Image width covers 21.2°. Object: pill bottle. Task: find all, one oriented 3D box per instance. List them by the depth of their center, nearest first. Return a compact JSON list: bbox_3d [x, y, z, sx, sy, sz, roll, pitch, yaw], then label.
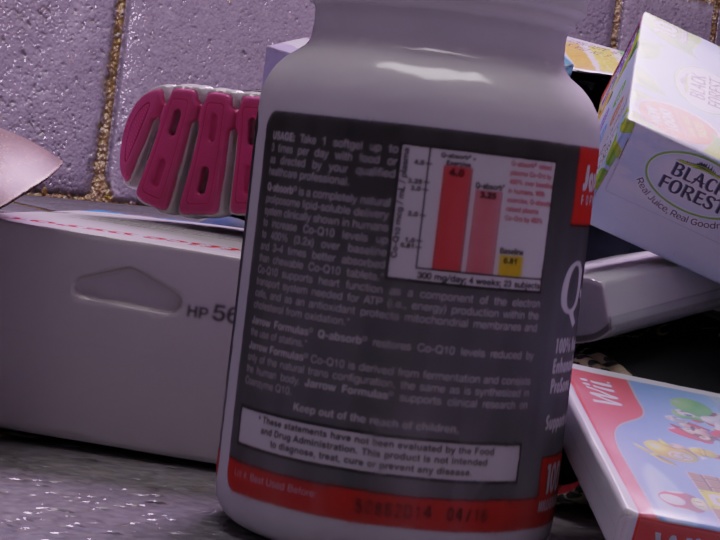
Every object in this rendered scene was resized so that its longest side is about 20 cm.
[{"bbox_3d":[0.018,-0.012,0.639,0.115,0.201,0.116,7,4,0],"label":"pill bottle"}]

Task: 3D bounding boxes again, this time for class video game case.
[{"bbox_3d":[0.167,0.078,0.641,0.199,0.018,0.143,11,15,-7],"label":"video game case"}]

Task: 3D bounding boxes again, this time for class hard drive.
[{"bbox_3d":[0.107,0.009,0.838,0.132,0.026,0.200,-9,1,41],"label":"hard drive"}]

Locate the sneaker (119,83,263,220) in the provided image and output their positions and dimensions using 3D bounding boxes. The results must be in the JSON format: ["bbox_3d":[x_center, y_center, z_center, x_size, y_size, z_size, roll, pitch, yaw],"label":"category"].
[{"bbox_3d":[-0.003,-0.046,0.824,0.199,0.074,0.087,9,8,32],"label":"sneaker"}]

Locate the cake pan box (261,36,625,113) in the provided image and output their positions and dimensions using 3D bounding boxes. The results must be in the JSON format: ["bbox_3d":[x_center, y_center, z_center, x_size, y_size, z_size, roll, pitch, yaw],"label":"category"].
[{"bbox_3d":[0.077,-0.086,1.018,0.199,0.053,0.184,22,27,34],"label":"cake pan box"}]

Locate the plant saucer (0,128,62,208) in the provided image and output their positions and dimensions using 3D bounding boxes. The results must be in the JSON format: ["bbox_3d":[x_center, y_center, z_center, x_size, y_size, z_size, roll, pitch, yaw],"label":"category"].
[{"bbox_3d":[-0.210,-0.012,0.727,0.200,0.037,0.200,-25,11,5],"label":"plant saucer"}]

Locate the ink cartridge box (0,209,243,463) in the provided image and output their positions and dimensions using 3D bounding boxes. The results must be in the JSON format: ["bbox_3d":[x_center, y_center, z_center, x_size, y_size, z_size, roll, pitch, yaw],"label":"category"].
[{"bbox_3d":[-0.079,0.023,0.830,0.145,0.085,0.200,8,4,9],"label":"ink cartridge box"}]

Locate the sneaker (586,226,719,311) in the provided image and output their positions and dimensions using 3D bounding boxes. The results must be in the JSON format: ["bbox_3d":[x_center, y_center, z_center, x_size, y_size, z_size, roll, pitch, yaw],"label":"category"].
[{"bbox_3d":[0.201,-0.004,0.952,0.199,0.080,0.079,15,43,13],"label":"sneaker"}]

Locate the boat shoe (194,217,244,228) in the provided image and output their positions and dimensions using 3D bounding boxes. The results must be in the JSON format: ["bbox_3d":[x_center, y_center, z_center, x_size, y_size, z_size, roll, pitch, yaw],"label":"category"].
[{"bbox_3d":[-0.098,0.019,0.990,0.199,0.070,0.071,-20,0,31],"label":"boat shoe"}]

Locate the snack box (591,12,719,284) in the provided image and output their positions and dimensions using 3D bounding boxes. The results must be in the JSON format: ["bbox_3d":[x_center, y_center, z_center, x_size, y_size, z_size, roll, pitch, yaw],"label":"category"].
[{"bbox_3d":[0.195,-0.026,0.805,0.199,0.053,0.142,24,25,-1],"label":"snack box"}]

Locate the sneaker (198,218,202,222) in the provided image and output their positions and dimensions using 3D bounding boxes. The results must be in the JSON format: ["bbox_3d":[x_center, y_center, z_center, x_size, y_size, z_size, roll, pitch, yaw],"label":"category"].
[{"bbox_3d":[0.000,0.000,0.991,0.199,0.094,0.070,2,40,32],"label":"sneaker"}]

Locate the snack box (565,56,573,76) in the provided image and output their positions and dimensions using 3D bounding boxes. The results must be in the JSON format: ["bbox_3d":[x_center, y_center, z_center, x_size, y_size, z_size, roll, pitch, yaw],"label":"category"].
[{"bbox_3d":[0.029,-0.058,0.873,0.037,0.200,0.116,-28,63,-25],"label":"snack box"}]

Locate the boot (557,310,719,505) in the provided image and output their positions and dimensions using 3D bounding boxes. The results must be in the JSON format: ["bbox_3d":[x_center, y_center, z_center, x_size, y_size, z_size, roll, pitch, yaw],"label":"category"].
[{"bbox_3d":[0.105,0.054,0.815,0.153,0.074,0.203,1,4,-31],"label":"boot"}]
